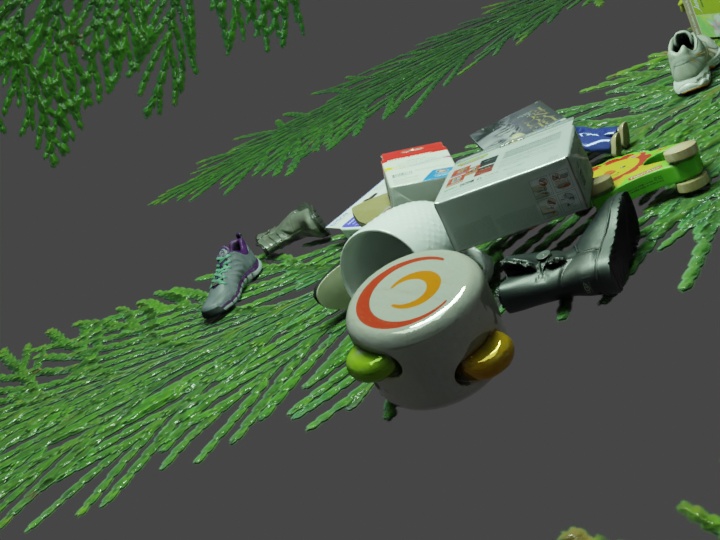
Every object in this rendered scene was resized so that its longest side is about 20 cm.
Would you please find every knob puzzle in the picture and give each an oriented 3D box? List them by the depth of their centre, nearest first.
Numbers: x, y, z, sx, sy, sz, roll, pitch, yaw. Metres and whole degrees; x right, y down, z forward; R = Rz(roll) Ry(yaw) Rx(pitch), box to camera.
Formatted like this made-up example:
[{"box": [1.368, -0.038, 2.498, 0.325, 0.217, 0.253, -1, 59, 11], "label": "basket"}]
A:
[{"box": [0.078, -0.097, 1.886, 0.218, 0.031, 0.220, -11, 22, 5], "label": "knob puzzle"}]

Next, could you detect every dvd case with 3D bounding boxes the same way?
[{"box": [0.284, -0.253, 2.026, 0.148, 0.016, 0.200, -26, 20, 3], "label": "dvd case"}]

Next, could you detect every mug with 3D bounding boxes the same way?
[{"box": [0.098, -0.017, 1.640, 0.199, 0.149, 0.175, 20, 33, 24], "label": "mug"}]

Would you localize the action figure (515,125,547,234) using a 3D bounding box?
[{"box": [0.246, -0.126, 1.750, 0.200, 0.104, 0.193, -52, 25, 5], "label": "action figure"}]

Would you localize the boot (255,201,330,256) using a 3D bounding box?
[{"box": [-0.134, -0.067, 2.162, 0.130, 0.068, 0.200, -35, 13, -6], "label": "boot"}]

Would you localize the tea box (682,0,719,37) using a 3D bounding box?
[{"box": [0.731, -0.537, 2.075, 0.200, 0.134, 0.196, -35, 21, -20], "label": "tea box"}]

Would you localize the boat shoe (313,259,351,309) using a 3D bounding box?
[{"box": [0.001, 0.003, 1.787, 0.201, 0.074, 0.063, -33, 21, -31], "label": "boat shoe"}]

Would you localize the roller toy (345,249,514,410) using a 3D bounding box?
[{"box": [0.088, 0.076, 1.394, 0.199, 0.140, 0.183, -18, 32, 15], "label": "roller toy"}]

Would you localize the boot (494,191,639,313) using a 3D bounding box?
[{"box": [0.274, -0.025, 1.493, 0.167, 0.077, 0.201, -10, 32, 31], "label": "boot"}]

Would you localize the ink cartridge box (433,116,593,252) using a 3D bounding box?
[{"box": [0.222, -0.124, 1.589, 0.199, 0.084, 0.176, -19, 20, 23], "label": "ink cartridge box"}]

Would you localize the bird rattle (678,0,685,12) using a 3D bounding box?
[{"box": [0.748, -0.587, 2.290, 0.199, 0.113, 0.163, -15, 32, -2], "label": "bird rattle"}]

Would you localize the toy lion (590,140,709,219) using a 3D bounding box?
[{"box": [0.398, -0.139, 1.652, 0.199, 0.069, 0.192, -22, 13, 15], "label": "toy lion"}]

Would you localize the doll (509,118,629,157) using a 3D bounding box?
[{"box": [0.336, -0.213, 1.857, 0.199, 0.049, 0.137, 3, 33, 33], "label": "doll"}]

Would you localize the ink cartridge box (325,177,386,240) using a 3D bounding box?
[{"box": [0.067, -0.116, 2.031, 0.198, 0.044, 0.199, -41, 26, -31], "label": "ink cartridge box"}]

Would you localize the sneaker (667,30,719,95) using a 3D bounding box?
[{"box": [0.581, -0.387, 1.963, 0.075, 0.092, 0.200, -15, 23, 29], "label": "sneaker"}]

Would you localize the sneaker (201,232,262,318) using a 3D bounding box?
[{"box": [-0.255, 0.010, 2.076, 0.074, 0.088, 0.200, -17, 22, 27], "label": "sneaker"}]

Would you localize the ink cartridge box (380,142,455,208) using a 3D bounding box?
[{"box": [0.100, -0.149, 1.868, 0.115, 0.068, 0.200, -11, 22, 1], "label": "ink cartridge box"}]
